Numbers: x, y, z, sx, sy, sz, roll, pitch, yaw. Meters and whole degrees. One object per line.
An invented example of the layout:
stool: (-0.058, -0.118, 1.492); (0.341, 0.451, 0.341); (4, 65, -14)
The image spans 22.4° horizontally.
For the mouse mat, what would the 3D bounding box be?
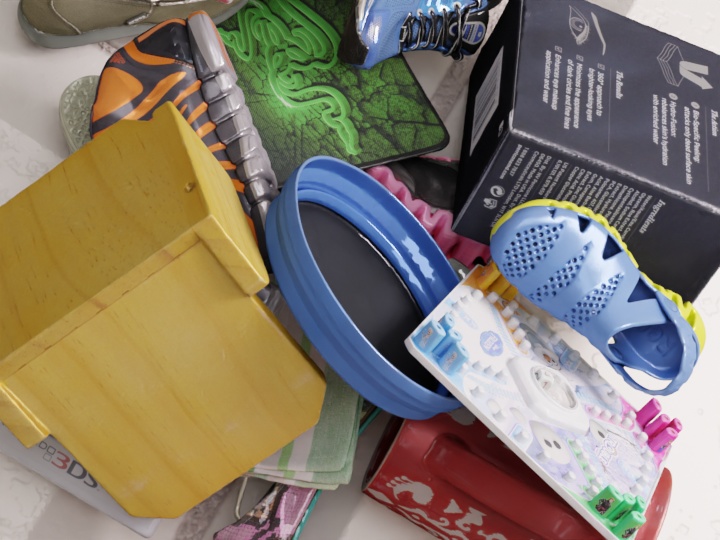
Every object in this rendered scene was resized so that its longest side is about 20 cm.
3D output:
mouse mat: (-0.037, -0.150, 1.407); (0.160, 0.008, 0.201); (-15, 54, -19)

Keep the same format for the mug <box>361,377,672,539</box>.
mug: (0.117, 0.151, 1.322); (0.199, 0.178, 0.134); (28, 61, -2)

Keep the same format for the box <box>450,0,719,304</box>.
box: (0.186, -0.096, 1.401); (0.198, 0.118, 0.198); (20, 43, -9)

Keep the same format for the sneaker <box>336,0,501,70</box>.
sneaker: (0.055, -0.206, 1.418); (0.089, 0.079, 0.200); (34, 43, 13)

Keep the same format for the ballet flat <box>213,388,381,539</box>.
ballet flat: (-0.041, 0.132, 1.337); (0.071, 0.069, 0.201); (34, 72, -1)

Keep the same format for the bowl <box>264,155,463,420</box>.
bowl: (0.010, 0.014, 1.260); (0.200, 0.039, 0.201); (41, 27, -26)

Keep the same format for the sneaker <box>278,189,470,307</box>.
sneaker: (0.000, 0.000, 1.373); (0.199, 0.074, 0.089); (33, 54, -4)

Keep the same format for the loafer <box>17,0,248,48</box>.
loafer: (-0.164, -0.223, 1.394); (0.199, 0.070, 0.076); (-20, 67, -21)

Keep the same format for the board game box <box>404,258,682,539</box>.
board game box: (0.136, 0.083, 1.272); (0.200, 0.026, 0.200); (43, 23, 3)

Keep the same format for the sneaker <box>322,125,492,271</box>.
sneaker: (0.050, -0.060, 1.424); (0.199, 0.079, 0.096); (32, 48, -6)

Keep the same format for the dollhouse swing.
dollhouse swing: (-0.145, 0.034, 1.251); (0.199, 0.176, 0.182); (-35, 43, 10)

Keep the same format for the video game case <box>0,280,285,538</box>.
video game case: (-0.177, 0.058, 1.293); (0.181, 0.023, 0.201); (29, 86, 6)

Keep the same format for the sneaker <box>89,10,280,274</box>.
sneaker: (-0.126, -0.077, 1.302); (0.111, 0.078, 0.201); (-22, 76, 3)

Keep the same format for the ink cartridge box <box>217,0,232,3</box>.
ink cartridge box: (-0.144, -0.306, 1.377); (0.144, 0.084, 0.201); (17, 38, -11)

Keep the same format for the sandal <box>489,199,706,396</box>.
sandal: (0.177, 0.023, 1.309); (0.199, 0.080, 0.087); (33, 24, -17)

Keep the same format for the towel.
towel: (-0.095, 0.076, 1.323); (0.198, 0.023, 0.154); (5, 69, 8)

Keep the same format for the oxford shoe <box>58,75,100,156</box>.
oxford shoe: (-0.171, -0.049, 1.351); (0.075, 0.058, 0.201); (-20, 75, -10)
